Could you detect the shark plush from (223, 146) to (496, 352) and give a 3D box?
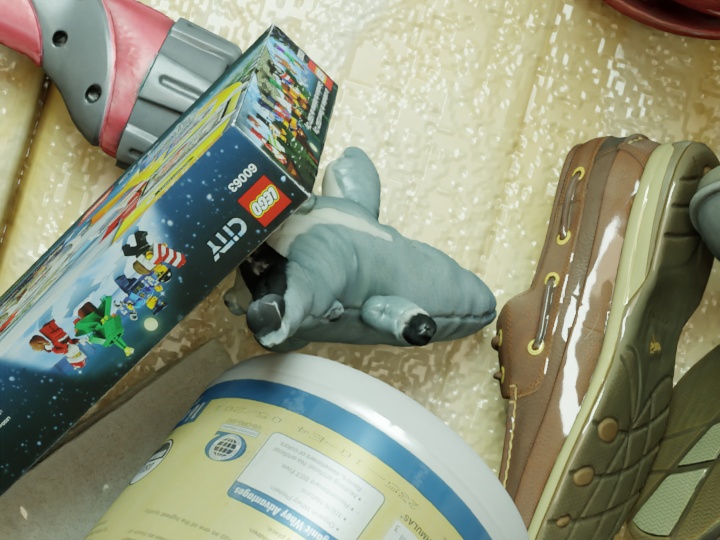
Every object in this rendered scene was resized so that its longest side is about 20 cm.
[{"bbox_3d":[0.000,0.000,0.807,0.083,0.200,0.091,29,88,12],"label":"shark plush"}]

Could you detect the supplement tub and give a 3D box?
[{"bbox_3d":[-0.045,0.143,0.749,0.145,0.145,0.200,41,59,-3],"label":"supplement tub"}]

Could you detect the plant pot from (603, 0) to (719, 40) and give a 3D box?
[{"bbox_3d":[0.166,-0.192,0.844,0.199,0.182,0.201,0,86,-6],"label":"plant pot"}]

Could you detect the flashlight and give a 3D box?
[{"bbox_3d":[-0.149,-0.101,0.859,0.199,0.068,0.068,23,114,-3],"label":"flashlight"}]

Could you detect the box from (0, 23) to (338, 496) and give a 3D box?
[{"bbox_3d":[-0.093,0.005,0.784,0.038,0.137,0.200,43,107,-11],"label":"box"}]

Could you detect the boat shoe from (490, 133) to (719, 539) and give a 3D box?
[{"bbox_3d":[0.090,0.038,0.882,0.067,0.072,0.201,14,79,33],"label":"boat shoe"}]

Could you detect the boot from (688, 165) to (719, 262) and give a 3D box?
[{"bbox_3d":[0.177,0.063,0.788,0.181,0.073,0.201,15,66,27],"label":"boot"}]

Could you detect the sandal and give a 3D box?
[{"bbox_3d":[0.188,0.043,0.893,0.054,0.080,0.200,42,77,-24],"label":"sandal"}]

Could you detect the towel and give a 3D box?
[{"bbox_3d":[-0.095,0.131,0.829,0.200,0.034,0.133,-35,97,-33],"label":"towel"}]
